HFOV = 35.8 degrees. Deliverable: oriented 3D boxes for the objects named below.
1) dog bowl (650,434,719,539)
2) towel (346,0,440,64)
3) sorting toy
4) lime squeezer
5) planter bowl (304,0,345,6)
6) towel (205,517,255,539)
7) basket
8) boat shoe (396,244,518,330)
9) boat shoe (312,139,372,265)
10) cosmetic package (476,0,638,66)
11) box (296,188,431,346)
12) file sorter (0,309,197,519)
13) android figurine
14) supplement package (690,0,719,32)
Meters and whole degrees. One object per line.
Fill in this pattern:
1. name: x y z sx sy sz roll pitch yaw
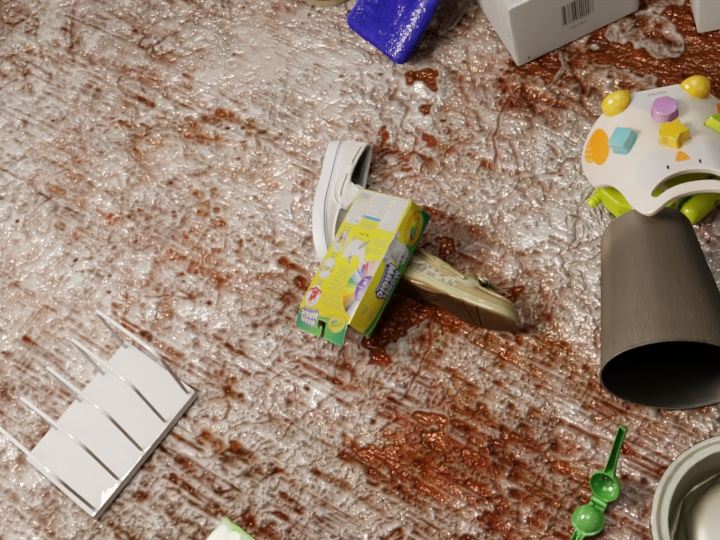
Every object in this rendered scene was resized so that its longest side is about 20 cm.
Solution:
1. dog bowl: 0.405 0.278 1.167 0.197 0.074 0.203 -7 57 12
2. towel: 0.064 -0.417 1.631 0.148 0.049 0.202 44 111 44
3. sorting toy: 0.378 -0.134 1.334 0.197 0.108 0.181 -11 41 4
4. lime squeezer: 0.258 0.262 1.225 0.037 0.071 0.202 26 99 10
5. planter bowl: -0.060 -0.499 1.728 0.197 0.135 0.203 -7 57 11
6. towel: -0.165 0.405 1.279 0.148 0.031 0.201 31 69 26
7. basket: 0.347 0.037 1.292 0.177 0.137 0.202 10 51 -15
8. boat shoe: 0.117 0.015 1.405 0.198 0.074 0.063 24 71 27
9. boat shoe: -0.021 -0.097 1.511 0.064 0.074 0.203 -4 60 18
10. cosmetic package: 0.267 -0.440 1.611 0.197 0.123 0.202 -25 55 -1
11. box: 0.000 0.000 1.419 0.117 0.048 0.202 18 76 53
12. file sorter: -0.336 0.176 1.403 0.138 0.125 0.201 29 71 29
13. android figurine: 0.383 -0.131 1.439 0.199 0.041 0.182 -40 59 -13
14. supplement package: 0.542 -0.465 1.533 0.188 0.148 0.203 -7 58 11
